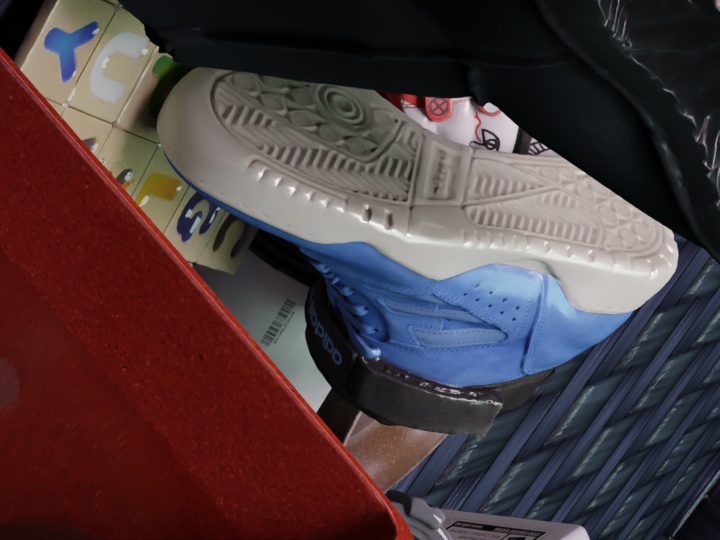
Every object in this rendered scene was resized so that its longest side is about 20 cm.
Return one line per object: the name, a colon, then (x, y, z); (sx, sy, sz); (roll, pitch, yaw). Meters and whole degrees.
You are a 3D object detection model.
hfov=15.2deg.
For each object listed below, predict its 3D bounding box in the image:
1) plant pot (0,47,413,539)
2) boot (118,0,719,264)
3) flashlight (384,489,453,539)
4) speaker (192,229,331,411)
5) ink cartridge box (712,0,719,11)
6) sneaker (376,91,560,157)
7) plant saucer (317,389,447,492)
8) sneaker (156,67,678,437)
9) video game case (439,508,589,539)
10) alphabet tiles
plant pot: (-0.141, 0.056, 0.604); (0.176, 0.200, 0.200); (-45, 168, 17)
boot: (0.031, -0.069, 0.756); (0.200, 0.168, 0.077); (41, 65, -53)
flashlight: (-0.011, 0.112, 1.037); (0.068, 0.068, 0.200); (-65, -170, -6)
speaker: (-0.067, 0.062, 1.031); (0.200, 0.081, 0.081); (-59, 164, 25)
ink cartridge box: (0.128, -0.111, 0.683); (0.197, 0.200, 0.047); (22, 146, -38)
sneaker: (0.075, -0.082, 0.920); (0.201, 0.108, 0.067); (127, -32, -44)
plant saucer: (0.041, 0.015, 1.151); (0.200, 0.032, 0.200); (-47, 165, -16)
sneaker: (0.000, 0.001, 0.899); (0.200, 0.077, 0.111); (12, 133, -37)
video game case: (-0.032, 0.147, 1.151); (0.182, 0.200, 0.022); (-29, 112, -41)
alphabet tiles: (-0.057, -0.055, 0.855); (0.167, 0.006, 0.200); (-62, 159, 3)
